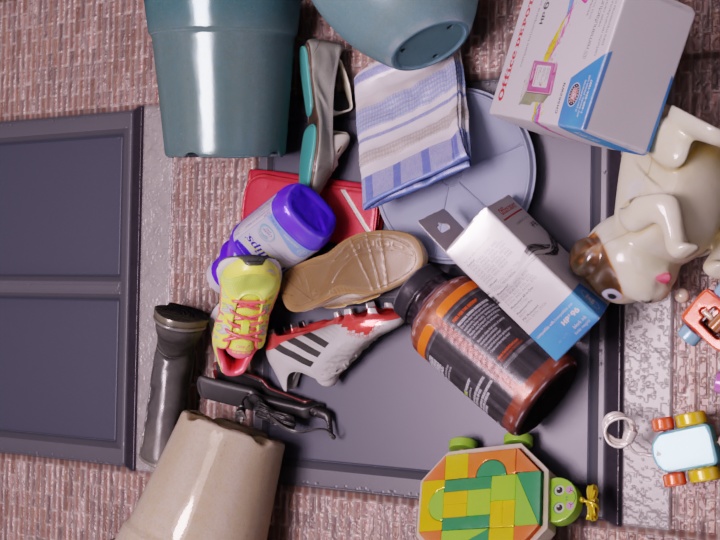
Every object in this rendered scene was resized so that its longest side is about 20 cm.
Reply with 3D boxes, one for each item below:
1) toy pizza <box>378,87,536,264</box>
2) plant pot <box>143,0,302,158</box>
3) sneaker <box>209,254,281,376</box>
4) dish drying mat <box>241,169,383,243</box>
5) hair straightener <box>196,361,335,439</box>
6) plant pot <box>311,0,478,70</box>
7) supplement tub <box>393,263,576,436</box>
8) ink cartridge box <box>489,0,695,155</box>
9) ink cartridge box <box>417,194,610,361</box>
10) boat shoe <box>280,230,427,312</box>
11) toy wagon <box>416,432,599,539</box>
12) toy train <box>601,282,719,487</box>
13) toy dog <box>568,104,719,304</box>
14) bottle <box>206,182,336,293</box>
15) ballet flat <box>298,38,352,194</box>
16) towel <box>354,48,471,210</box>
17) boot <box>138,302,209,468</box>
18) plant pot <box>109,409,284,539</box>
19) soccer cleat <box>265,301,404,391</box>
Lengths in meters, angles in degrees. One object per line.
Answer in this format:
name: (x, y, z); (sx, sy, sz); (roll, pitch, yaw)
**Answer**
toy pizza: (0.108, -0.107, 1.285); (0.199, 0.032, 0.201); (-2, 85, 29)
plant pot: (-0.164, -0.235, 1.363); (0.199, 0.200, 0.197); (4, 99, 29)
sneaker: (-0.135, 0.056, 1.339); (0.200, 0.078, 0.091); (108, 161, -53)
dish drying mat: (-0.061, -0.077, 1.386); (0.199, 0.018, 0.077); (10, 94, 29)
hair straightener: (-0.120, 0.172, 1.380); (0.199, 0.077, 0.041); (21, 127, 24)
plant pot: (0.051, -0.298, 1.224); (0.200, 0.200, 0.135); (-30, 72, 25)
supplement tub: (0.129, 0.078, 1.223); (0.200, 0.107, 0.107); (41, 107, 24)
ink cartridge box: (0.224, -0.205, 1.135); (0.200, 0.084, 0.145); (32, 106, 68)
ink cartridge box: (0.163, -0.010, 1.175); (0.200, 0.116, 0.068); (45, 110, 6)
boat shoe: (0.000, 0.000, 1.319); (0.199, 0.069, 0.074); (-16, 81, 33)
toy wagon: (0.154, 0.248, 1.203); (0.199, 0.040, 0.156); (-12, 56, 30)
toy train: (0.343, 0.120, 1.135); (0.150, 0.056, 0.200); (42, 106, 29)
toy dog: (0.290, -0.060, 1.123); (0.194, 0.139, 0.201); (37, 106, 42)
bottle: (-0.116, -0.030, 1.364); (0.084, 0.065, 0.200); (44, 134, -14)
ballet flat: (-0.040, -0.178, 1.354); (0.063, 0.067, 0.201); (0, 87, -16)
towel: (0.055, -0.175, 1.276); (0.146, 0.024, 0.201); (-22, 53, 27)
boot: (-0.240, 0.145, 1.403); (0.072, 0.182, 0.201); (16, 89, 0)
plant pot: (-0.179, 0.274, 1.357); (0.200, 0.200, 0.184); (16, 84, 29)
soccer cleat: (-0.026, 0.091, 1.337); (0.199, 0.069, 0.086); (-16, 89, 31)
